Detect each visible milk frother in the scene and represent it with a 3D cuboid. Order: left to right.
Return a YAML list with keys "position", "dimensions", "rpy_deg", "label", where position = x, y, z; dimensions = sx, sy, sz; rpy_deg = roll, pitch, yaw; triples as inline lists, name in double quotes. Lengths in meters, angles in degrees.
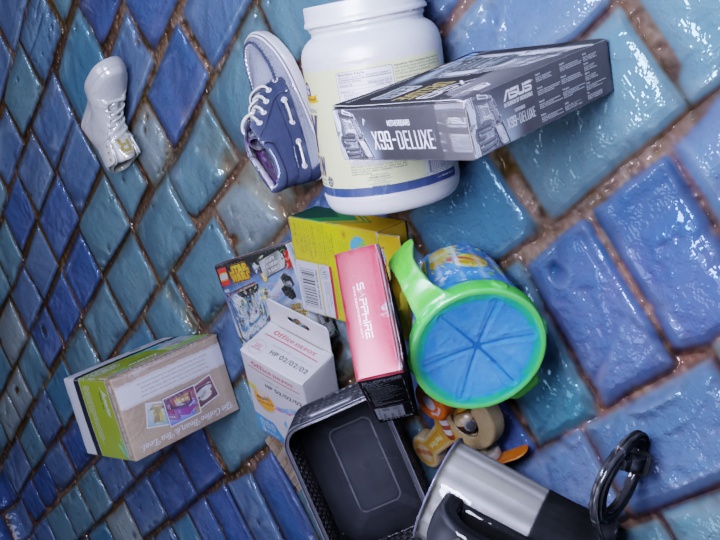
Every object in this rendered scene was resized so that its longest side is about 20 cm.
- position: [0.171, 0.223, 0.935]
  dimensions: [0.185, 0.181, 0.203]
  rpy_deg: [25, 84, 17]
  label: "milk frother"

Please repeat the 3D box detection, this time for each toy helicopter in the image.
- position: [0.112, 0.187, 1.075]
  dimensions: [0.133, 0.078, 0.201]
  rpy_deg: [47, 149, 11]
  label: "toy helicopter"

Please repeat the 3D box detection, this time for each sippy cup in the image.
- position: [0.105, 0.044, 0.934]
  dimensions: [0.131, 0.136, 0.181]
  rpy_deg: [-103, 1, -59]
  label: "sippy cup"

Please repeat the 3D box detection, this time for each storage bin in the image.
- position: [0.003, 0.251, 1.141]
  dimensions: [0.094, 0.133, 0.204]
  rpy_deg: [-60, -53, -82]
  label: "storage bin"

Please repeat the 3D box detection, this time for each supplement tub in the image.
- position: [0.019, -0.170, 0.937]
  dimensions: [0.143, 0.143, 0.205]
  rpy_deg: [7, 113, 48]
  label: "supplement tub"

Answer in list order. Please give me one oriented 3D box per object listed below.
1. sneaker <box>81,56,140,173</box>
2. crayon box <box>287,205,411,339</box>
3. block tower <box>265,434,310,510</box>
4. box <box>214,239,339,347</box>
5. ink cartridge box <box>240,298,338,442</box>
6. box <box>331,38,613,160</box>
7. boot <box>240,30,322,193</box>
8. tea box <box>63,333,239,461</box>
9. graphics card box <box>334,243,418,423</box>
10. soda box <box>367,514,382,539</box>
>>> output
- position: [-0.376, -0.233, 1.451]
  dimensions: [0.117, 0.073, 0.200]
  rpy_deg: [56, 151, 12]
  label: "sneaker"
- position: [0.000, 0.000, 1.118]
  dimensions: [0.198, 0.050, 0.130]
  rpy_deg: [14, 118, 47]
  label: "crayon box"
- position: [-0.055, 0.302, 1.330]
  dimensions: [0.201, 0.053, 0.058]
  rpy_deg: [54, 141, 16]
  label: "block tower"
- position: [-0.120, 0.038, 1.291]
  dimensions: [0.198, 0.039, 0.140]
  rpy_deg: [-12, 99, 52]
  label: "box"
- position: [-0.091, 0.148, 1.241]
  dimensions: [0.114, 0.068, 0.203]
  rpy_deg: [23, 138, 31]
  label: "ink cartridge box"
- position: [0.098, -0.147, 0.806]
  dimensions: [0.156, 0.198, 0.051]
  rpy_deg: [8, 118, 48]
  label: "box"
- position: [-0.110, -0.194, 1.124]
  dimensions: [0.073, 0.089, 0.203]
  rpy_deg: [-39, 77, 51]
  label: "boot"
- position: [-0.337, 0.200, 1.503]
  dimensions: [0.195, 0.198, 0.137]
  rpy_deg: [-7, 102, 50]
  label: "tea box"
- position: [0.019, 0.070, 0.940]
  dimensions: [0.200, 0.050, 0.128]
  rpy_deg: [67, -169, -69]
  label: "graphics card box"
- position: [0.044, 0.386, 1.244]
  dimensions: [0.070, 0.063, 0.204]
  rpy_deg: [-24, 89, 52]
  label: "soda box"
